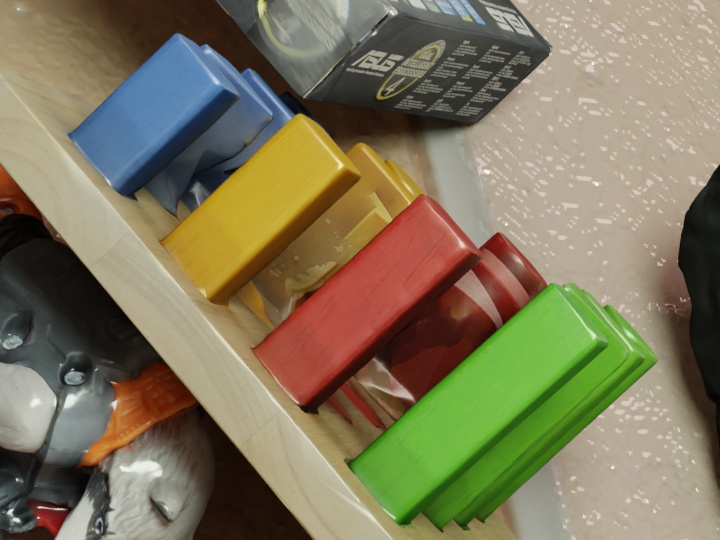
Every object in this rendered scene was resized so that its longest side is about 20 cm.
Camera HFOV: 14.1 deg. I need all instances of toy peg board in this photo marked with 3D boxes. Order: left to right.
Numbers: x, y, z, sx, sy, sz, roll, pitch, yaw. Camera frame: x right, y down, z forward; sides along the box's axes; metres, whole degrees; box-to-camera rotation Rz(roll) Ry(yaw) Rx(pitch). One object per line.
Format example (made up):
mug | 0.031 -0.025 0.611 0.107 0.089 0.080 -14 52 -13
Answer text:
toy peg board | 0.000 0.000 0.904 0.199 0.098 0.200 50 6 11

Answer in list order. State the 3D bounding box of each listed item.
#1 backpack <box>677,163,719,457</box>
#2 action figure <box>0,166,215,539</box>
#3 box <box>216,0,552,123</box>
backpack | 0.222 0.024 1.069 0.199 0.127 0.168 -3 75 -27
action figure | -0.127 0.025 0.883 0.193 0.105 0.200 39 45 14
box | -0.023 -0.127 1.030 0.161 0.049 0.200 52 15 12
